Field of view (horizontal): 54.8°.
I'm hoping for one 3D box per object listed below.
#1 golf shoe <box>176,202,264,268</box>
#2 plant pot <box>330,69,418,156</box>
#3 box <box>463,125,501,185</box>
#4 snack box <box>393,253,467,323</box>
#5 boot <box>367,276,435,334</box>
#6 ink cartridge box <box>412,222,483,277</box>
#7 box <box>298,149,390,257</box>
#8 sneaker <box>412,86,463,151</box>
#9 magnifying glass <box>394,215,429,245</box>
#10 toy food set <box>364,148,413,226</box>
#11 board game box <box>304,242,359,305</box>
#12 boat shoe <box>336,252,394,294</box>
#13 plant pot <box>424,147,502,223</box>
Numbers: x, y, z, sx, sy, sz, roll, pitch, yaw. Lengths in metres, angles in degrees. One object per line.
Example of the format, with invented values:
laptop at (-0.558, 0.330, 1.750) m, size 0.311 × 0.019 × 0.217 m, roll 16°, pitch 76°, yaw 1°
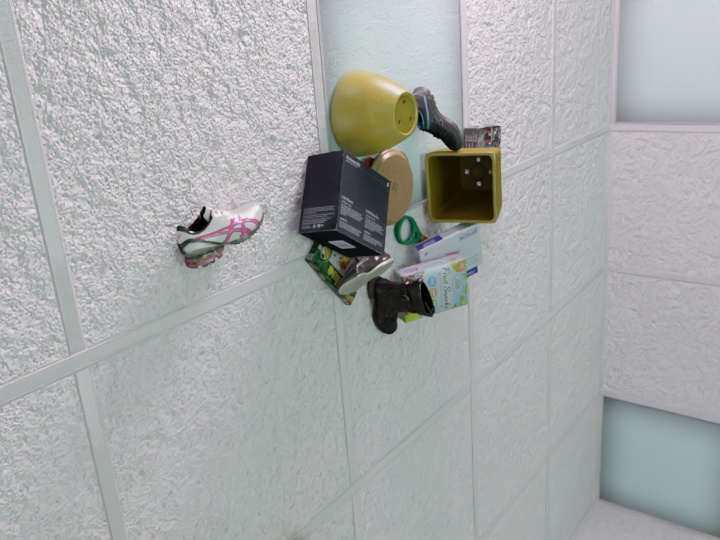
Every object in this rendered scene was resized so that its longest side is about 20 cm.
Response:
golf shoe at (-0.258, -0.087, 1.304) m, size 0.200 × 0.072 × 0.092 m, roll -42°, pitch 128°, yaw -40°
plant pot at (0.048, -0.360, 1.601) m, size 0.200 × 0.142 × 0.201 m, roll -18°, pitch 112°, yaw -52°
box at (0.374, -0.340, 2.129) m, size 0.158 × 0.050 × 0.200 m, roll -20°, pitch 113°, yaw -50°
snack box at (0.193, 0.047, 1.894) m, size 0.200 × 0.053 × 0.143 m, roll -15°, pitch 116°, yaw -21°
boot at (0.111, 0.096, 1.764) m, size 0.069 × 0.174 × 0.200 m, roll -48°, pitch 133°, yaw -37°
ink cartridge box at (0.253, -0.023, 1.957) m, size 0.196 × 0.043 × 0.200 m, roll -27°, pitch 128°, yaw -14°
box at (-0.031, -0.143, 1.551) m, size 0.200 × 0.104 × 0.183 m, roll 26°, pitch 66°, yaw -53°
sneaker at (0.188, -0.382, 1.824) m, size 0.200 × 0.073 × 0.082 m, roll 46°, pitch 66°, yaw -15°
magnifying glass at (0.152, -0.095, 1.910) m, size 0.200 × 0.022 × 0.080 m, roll 23°, pitch 80°, yaw -52°
toy food set at (0.067, -0.212, 1.742) m, size 0.198 × 0.049 × 0.200 m, roll 5°, pitch 94°, yaw -54°
board game box at (-0.054, -0.011, 1.646) m, size 0.200 × 0.023 × 0.105 m, roll 50°, pitch 60°, yaw -46°
boat shoe at (0.000, 0.000, 1.668) m, size 0.200 × 0.057 × 0.067 m, roll -28°, pitch 155°, yaw -44°
plant pot at (0.307, -0.257, 1.951) m, size 0.200 × 0.194 × 0.196 m, roll -43°, pitch 132°, yaw -57°
